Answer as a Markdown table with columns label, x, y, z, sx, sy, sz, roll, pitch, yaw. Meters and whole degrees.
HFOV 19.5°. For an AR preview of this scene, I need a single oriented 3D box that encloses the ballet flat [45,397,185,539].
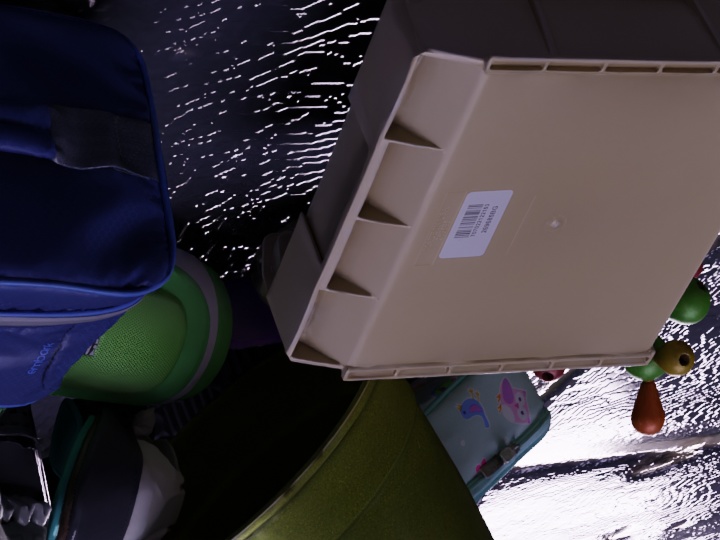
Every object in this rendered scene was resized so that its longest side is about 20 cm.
| label | x | y | z | sx | sy | sz | roll | pitch | yaw |
| --- | --- | --- | --- | --- | --- | --- | --- | --- | --- |
| ballet flat | -0.123 | 0.103 | 1.063 | 0.072 | 0.074 | 0.200 | -13 | -170 | -6 |

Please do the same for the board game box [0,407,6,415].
| label | x | y | z | sx | sy | sz | roll | pitch | yaw |
| --- | --- | --- | --- | --- | --- | --- | --- | --- | --- |
| board game box | -0.255 | 0.029 | 0.928 | 0.199 | 0.024 | 0.105 | 30 | 142 | -10 |

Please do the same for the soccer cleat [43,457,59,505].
| label | x | y | z | sx | sy | sz | roll | pitch | yaw |
| --- | --- | --- | --- | --- | --- | --- | --- | --- | --- |
| soccer cleat | -0.206 | 0.152 | 1.313 | 0.081 | 0.068 | 0.199 | 23 | 138 | -38 |

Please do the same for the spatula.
| label | x | y | z | sx | sy | sz | roll | pitch | yaw |
| --- | --- | --- | --- | --- | --- | --- | --- | --- | --- |
| spatula | 0.000 | 0.000 | 1.132 | 0.198 | 0.057 | 0.021 | -20 | 135 | -14 |

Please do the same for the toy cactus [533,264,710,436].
| label | x | y | z | sx | sy | sz | roll | pitch | yaw |
| --- | --- | --- | --- | --- | --- | --- | --- | --- | --- |
| toy cactus | 0.114 | 0.018 | 1.168 | 0.163 | 0.103 | 0.200 | 7 | -156 | 15 |

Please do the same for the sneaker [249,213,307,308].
| label | x | y | z | sx | sy | sz | roll | pitch | yaw |
| --- | --- | --- | --- | --- | --- | --- | --- | --- | --- |
| sneaker | 0.036 | -0.035 | 1.065 | 0.198 | 0.077 | 0.089 | -18 | 145 | -8 |

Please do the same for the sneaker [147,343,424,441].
| label | x | y | z | sx | sy | sz | roll | pitch | yaw |
| --- | --- | --- | --- | --- | --- | --- | --- | --- | --- |
| sneaker | -0.037 | 0.072 | 1.244 | 0.198 | 0.071 | 0.082 | -21 | 159 | 17 |

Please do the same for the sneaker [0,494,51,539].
| label | x | y | z | sx | sy | sz | roll | pitch | yaw |
| --- | --- | --- | --- | --- | --- | --- | --- | --- | --- |
| sneaker | -0.197 | 0.153 | 1.078 | 0.074 | 0.082 | 0.200 | -18 | 159 | 3 |

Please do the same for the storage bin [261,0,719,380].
| label | x | y | z | sx | sy | sz | roll | pitch | yaw |
| --- | --- | --- | --- | --- | --- | --- | --- | --- | --- |
| storage bin | 0.071 | -0.052 | 0.932 | 0.197 | 0.094 | 0.201 | -1 | 139 | -26 |

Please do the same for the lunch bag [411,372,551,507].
| label | x | y | z | sx | sy | sz | roll | pitch | yaw |
| --- | --- | --- | --- | --- | --- | --- | --- | --- | --- |
| lunch bag | 0.017 | 0.115 | 1.280 | 0.199 | 0.078 | 0.160 | -21 | -171 | 46 |

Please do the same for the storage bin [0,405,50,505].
| label | x | y | z | sx | sy | sz | roll | pitch | yaw |
| --- | --- | --- | --- | --- | --- | --- | --- | --- | --- |
| storage bin | -0.243 | 0.092 | 1.130 | 0.134 | 0.095 | 0.200 | -11 | 158 | -10 |

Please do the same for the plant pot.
| label | x | y | z | sx | sy | sz | roll | pitch | yaw |
| --- | --- | --- | --- | --- | --- | --- | --- | --- | --- |
| plant pot | -0.007 | 0.165 | 1.105 | 0.200 | 0.201 | 0.193 | -31 | 109 | 33 |

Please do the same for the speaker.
| label | x | y | z | sx | sy | sz | roll | pitch | yaw |
| --- | --- | --- | --- | --- | --- | --- | --- | --- | --- |
| speaker | -0.156 | 0.017 | 1.023 | 0.088 | 0.089 | 0.199 | -31 | 153 | 33 |

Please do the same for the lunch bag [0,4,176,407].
| label | x | y | z | sx | sy | sz | roll | pitch | yaw |
| --- | --- | --- | --- | --- | --- | --- | --- | --- | --- |
| lunch bag | -0.178 | -0.035 | 0.823 | 0.199 | 0.137 | 0.132 | 4 | 150 | -36 |
